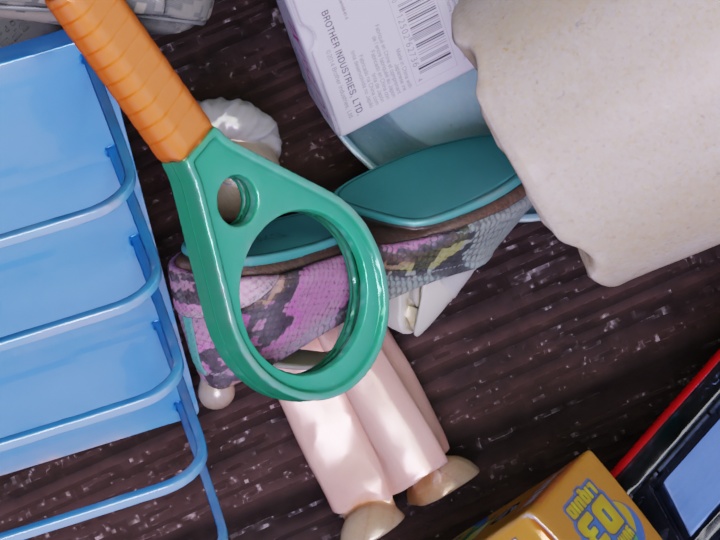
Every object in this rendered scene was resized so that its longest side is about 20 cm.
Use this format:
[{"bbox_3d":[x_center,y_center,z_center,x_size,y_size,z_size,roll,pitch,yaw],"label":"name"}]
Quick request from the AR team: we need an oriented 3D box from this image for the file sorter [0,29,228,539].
[{"bbox_3d":[-0.139,0.030,1.154,0.138,0.123,0.201,-17,127,-7],"label":"file sorter"}]

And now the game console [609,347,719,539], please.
[{"bbox_3d":[0.206,0.094,1.242,0.119,0.172,0.200,40,84,24],"label":"game console"}]

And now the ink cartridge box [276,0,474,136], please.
[{"bbox_3d":[0.057,-0.149,1.199,0.199,0.120,0.042,-26,47,-5],"label":"ink cartridge box"}]

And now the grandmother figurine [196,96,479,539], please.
[{"bbox_3d":[-0.022,0.014,1.246,0.121,0.061,0.200,-32,94,-27],"label":"grandmother figurine"}]

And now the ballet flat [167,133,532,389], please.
[{"bbox_3d":[0.000,0.000,1.188,0.200,0.069,0.071,-22,121,-42],"label":"ballet flat"}]

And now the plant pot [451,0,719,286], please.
[{"bbox_3d":[0.145,-0.092,1.153,0.183,0.200,0.201,-30,92,13],"label":"plant pot"}]

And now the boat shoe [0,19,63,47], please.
[{"bbox_3d":[-0.188,-0.058,1.228,0.200,0.060,0.074,-42,94,-5],"label":"boat shoe"}]

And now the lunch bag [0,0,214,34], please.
[{"bbox_3d":[-0.137,-0.188,1.100,0.199,0.139,0.168,7,103,-10],"label":"lunch bag"}]

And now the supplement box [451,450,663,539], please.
[{"bbox_3d":[0.034,0.154,1.189,0.200,0.067,0.069,-35,93,34],"label":"supplement box"}]

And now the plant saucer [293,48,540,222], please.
[{"bbox_3d":[0.065,-0.121,1.270,0.199,0.036,0.201,0,88,-6],"label":"plant saucer"}]

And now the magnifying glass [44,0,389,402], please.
[{"bbox_3d":[-0.053,-0.032,1.082,0.080,0.022,0.200,-51,120,-28],"label":"magnifying glass"}]
